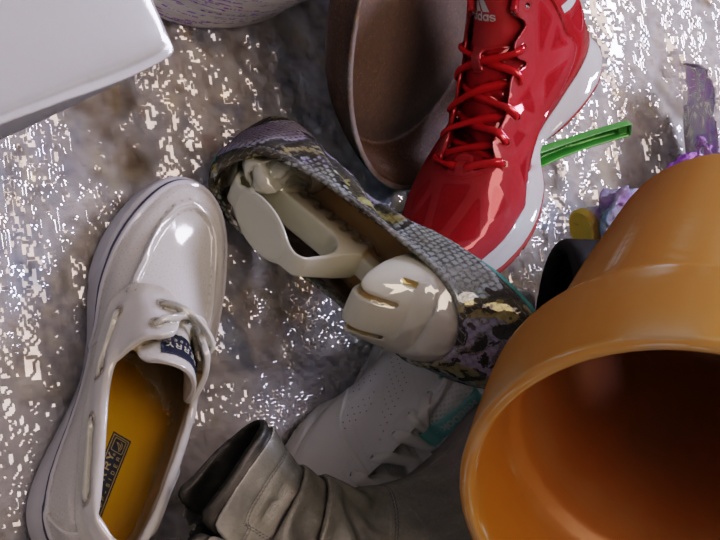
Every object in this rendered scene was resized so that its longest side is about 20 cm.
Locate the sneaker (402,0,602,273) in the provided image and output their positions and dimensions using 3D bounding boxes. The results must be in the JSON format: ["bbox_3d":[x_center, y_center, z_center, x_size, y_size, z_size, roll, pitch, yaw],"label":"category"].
[{"bbox_3d":[0.058,-0.092,0.995,0.200,0.078,0.116,-65,147,-35],"label":"sneaker"}]

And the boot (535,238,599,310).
[{"bbox_3d":[0.149,0.077,1.011,0.144,0.072,0.201,-9,99,-25],"label":"boot"}]

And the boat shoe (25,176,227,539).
[{"bbox_3d":[-0.096,0.043,0.902,0.071,0.070,0.200,32,62,-28],"label":"boat shoe"}]

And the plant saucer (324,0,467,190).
[{"bbox_3d":[0.038,-0.143,1.016,0.200,0.034,0.201,-41,143,-41],"label":"plant saucer"}]

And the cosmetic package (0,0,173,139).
[{"bbox_3d":[-0.216,-0.135,0.792,0.165,0.165,0.200,-28,98,-38],"label":"cosmetic package"}]

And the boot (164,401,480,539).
[{"bbox_3d":[-0.006,0.110,0.887,0.131,0.068,0.200,44,70,-21],"label":"boot"}]

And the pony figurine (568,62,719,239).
[{"bbox_3d":[0.218,-0.019,1.124,0.200,0.166,0.194,-16,106,-30],"label":"pony figurine"}]

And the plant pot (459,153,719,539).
[{"bbox_3d":[0.161,0.050,0.868,0.200,0.200,0.183,46,37,-20],"label":"plant pot"}]

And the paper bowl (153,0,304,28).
[{"bbox_3d":[-0.064,-0.231,0.970,0.200,0.104,0.201,11,72,-35],"label":"paper bowl"}]

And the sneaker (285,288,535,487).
[{"bbox_3d":[0.025,0.080,0.976,0.075,0.088,0.200,44,57,-23],"label":"sneaker"}]

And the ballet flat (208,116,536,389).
[{"bbox_3d":[0.000,0.000,0.939,0.200,0.072,0.072,39,50,20],"label":"ballet flat"}]

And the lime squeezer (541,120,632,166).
[{"bbox_3d":[0.081,-0.044,1.061,0.200,0.070,0.038,-47,128,-47],"label":"lime squeezer"}]
